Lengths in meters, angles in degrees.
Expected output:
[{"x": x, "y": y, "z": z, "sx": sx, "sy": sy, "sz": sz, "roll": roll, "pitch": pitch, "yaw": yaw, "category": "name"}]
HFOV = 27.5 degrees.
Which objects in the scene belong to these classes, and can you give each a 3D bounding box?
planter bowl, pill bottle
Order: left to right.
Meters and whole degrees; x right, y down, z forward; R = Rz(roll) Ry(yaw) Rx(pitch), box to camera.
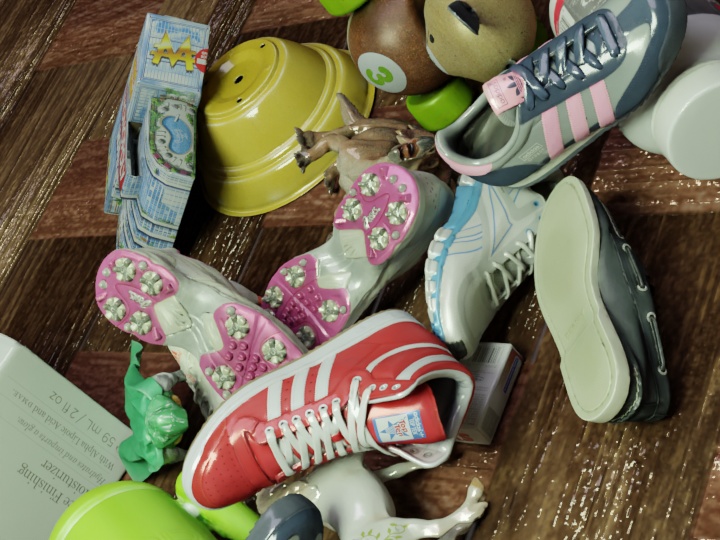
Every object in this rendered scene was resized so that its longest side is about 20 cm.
[{"x": -0.092, "y": -0.154, "z": 1.362, "sx": 0.200, "sy": 0.083, "sz": 0.201, "roll": -23, "pitch": 44, "yaw": 24, "category": "planter bowl"}, {"x": 0.221, "y": -0.154, "z": 1.072, "sx": 0.111, "sy": 0.111, "sz": 0.200, "roll": -35, "pitch": 40, "yaw": 11, "category": "pill bottle"}]

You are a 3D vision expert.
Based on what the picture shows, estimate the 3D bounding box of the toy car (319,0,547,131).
[{"x": 0.075, "y": -0.183, "z": 1.153, "sx": 0.158, "sy": 0.164, "sz": 0.200, "roll": -38, "pitch": 28, "yaw": 7, "category": "toy car"}]

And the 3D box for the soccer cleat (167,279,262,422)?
[{"x": -0.116, "y": 0.080, "z": 1.168, "sx": 0.200, "sy": 0.077, "sz": 0.069, "roll": -100, "pitch": 32, "yaw": -50, "category": "soccer cleat"}]

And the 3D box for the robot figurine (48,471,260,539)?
[{"x": -0.153, "y": 0.223, "z": 1.047, "sx": 0.176, "sy": 0.116, "sz": 0.200, "roll": -52, "pitch": 37, "yaw": -7, "category": "robot figurine"}]

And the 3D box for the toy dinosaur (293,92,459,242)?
[{"x": 0.023, "y": -0.096, "z": 1.221, "sx": 0.135, "sy": 0.086, "sz": 0.200, "roll": -21, "pitch": 27, "yaw": 10, "category": "toy dinosaur"}]

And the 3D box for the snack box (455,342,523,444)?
[{"x": 0.023, "y": 0.085, "z": 1.095, "sx": 0.200, "sy": 0.024, "sz": 0.072, "roll": 1, "pitch": 56, "yaw": 41, "category": "snack box"}]

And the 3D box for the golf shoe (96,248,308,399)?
[{"x": -0.099, "y": 0.040, "z": 1.106, "sx": 0.200, "sy": 0.092, "sz": 0.075, "roll": 34, "pitch": 112, "yaw": 11, "category": "golf shoe"}]

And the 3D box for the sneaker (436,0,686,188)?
[{"x": 0.133, "y": -0.124, "z": 1.001, "sx": 0.200, "sy": 0.082, "sz": 0.070, "roll": -46, "pitch": 54, "yaw": 37, "category": "sneaker"}]

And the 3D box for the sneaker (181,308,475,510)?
[{"x": -0.017, "y": 0.106, "z": 0.968, "sx": 0.200, "sy": 0.071, "sz": 0.112, "roll": -35, "pitch": 34, "yaw": -14, "category": "sneaker"}]

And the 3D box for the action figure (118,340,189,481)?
[{"x": -0.155, "y": 0.112, "z": 1.120, "sx": 0.055, "sy": 0.118, "sz": 0.200, "roll": -6, "pitch": -1, "yaw": -12, "category": "action figure"}]

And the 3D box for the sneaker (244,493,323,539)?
[{"x": -0.047, "y": 0.247, "z": 0.947, "sx": 0.082, "sy": 0.070, "sz": 0.200, "roll": 21, "pitch": 100, "yaw": 39, "category": "sneaker"}]

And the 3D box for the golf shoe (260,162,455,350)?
[{"x": 0.000, "y": 0.000, "z": 1.125, "sx": 0.200, "sy": 0.091, "sz": 0.075, "roll": -46, "pitch": 66, "yaw": 30, "category": "golf shoe"}]

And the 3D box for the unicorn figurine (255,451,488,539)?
[{"x": 0.004, "y": 0.157, "z": 1.003, "sx": 0.137, "sy": 0.074, "sz": 0.200, "roll": -31, "pitch": 26, "yaw": -6, "category": "unicorn figurine"}]

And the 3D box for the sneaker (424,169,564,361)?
[{"x": 0.104, "y": -0.016, "z": 1.072, "sx": 0.087, "sy": 0.075, "sz": 0.200, "roll": 1, "pitch": 46, "yaw": 22, "category": "sneaker"}]

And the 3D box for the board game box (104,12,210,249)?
[{"x": -0.188, "y": -0.121, "z": 1.345, "sx": 0.200, "sy": 0.062, "sz": 0.200, "roll": -95, "pitch": 20, "yaw": -45, "category": "board game box"}]

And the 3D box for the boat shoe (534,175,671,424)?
[{"x": 0.170, "y": 0.021, "z": 0.998, "sx": 0.075, "sy": 0.066, "sz": 0.200, "roll": -58, "pitch": 28, "yaw": 37, "category": "boat shoe"}]

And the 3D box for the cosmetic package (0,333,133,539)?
[{"x": -0.326, "y": 0.164, "z": 1.214, "sx": 0.165, "sy": 0.165, "sz": 0.200, "roll": 14, "pitch": 67, "yaw": 46, "category": "cosmetic package"}]
